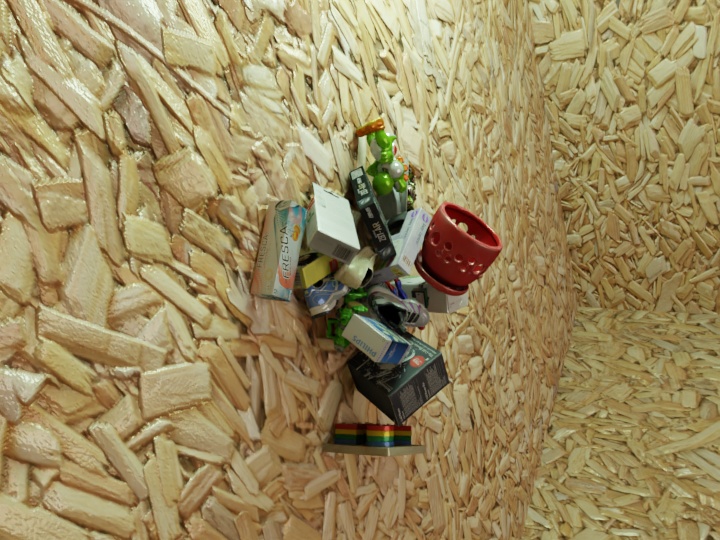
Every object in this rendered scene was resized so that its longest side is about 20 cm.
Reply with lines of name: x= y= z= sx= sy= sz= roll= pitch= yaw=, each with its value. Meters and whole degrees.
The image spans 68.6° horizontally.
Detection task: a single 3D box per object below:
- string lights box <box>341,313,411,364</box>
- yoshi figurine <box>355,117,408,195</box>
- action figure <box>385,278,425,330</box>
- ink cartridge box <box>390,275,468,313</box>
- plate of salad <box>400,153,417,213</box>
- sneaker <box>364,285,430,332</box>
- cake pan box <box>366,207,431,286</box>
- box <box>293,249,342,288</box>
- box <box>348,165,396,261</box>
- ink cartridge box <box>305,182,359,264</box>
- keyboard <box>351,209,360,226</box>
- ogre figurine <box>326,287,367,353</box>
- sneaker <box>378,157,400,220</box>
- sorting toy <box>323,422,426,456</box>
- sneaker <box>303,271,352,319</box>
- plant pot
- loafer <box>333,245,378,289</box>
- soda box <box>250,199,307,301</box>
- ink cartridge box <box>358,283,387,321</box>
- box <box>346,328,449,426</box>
string lights box: x=0.042 y=0.164 z=1.230 sx=0.060 sy=0.102 sz=0.199 roll=-56 pitch=157 yaw=3
yoshi figurine: x=0.050 y=-0.285 z=1.390 sx=0.204 sy=0.109 sz=0.113 roll=62 pitch=27 yaw=-15
action figure: x=0.103 y=0.093 z=1.459 sx=0.201 sy=0.098 sz=0.066 roll=51 pitch=49 yaw=-15
ink cartridge box: x=0.202 y=0.068 z=1.558 sx=0.144 sy=0.195 sz=0.088 roll=-14 pitch=101 yaw=-54
plate of salad: x=0.141 y=-0.232 z=1.526 sx=0.200 sy=0.046 sz=0.208 roll=3 pitch=90 yaw=-87
sneaker: x=0.106 y=0.121 z=1.338 sx=0.195 sy=0.140 sz=0.080 roll=21 pitch=107 yaw=-20
cake pan box: x=0.086 y=-0.062 z=1.395 sx=0.052 sy=0.181 sz=0.204 roll=41 pitch=57 yaw=-27
box: x=-0.095 y=-0.020 z=1.228 sx=0.199 sy=0.073 sz=0.052 roll=-34 pitch=119 yaw=-51
box: x=0.030 y=-0.148 z=1.339 sx=0.203 sy=0.042 sz=0.163 roll=-103 pitch=169 yaw=-53
ink cartridge box: x=-0.069 y=-0.110 z=1.195 sx=0.107 sy=0.051 sz=0.203 roll=24 pitch=31 yaw=-26
keyboard: x=-0.044 y=-0.098 z=1.274 sx=0.011 sy=0.055 sz=0.202 roll=-62 pitch=-175 yaw=37
ogre figurine: x=-0.030 y=0.118 z=1.293 sx=0.095 sy=0.201 sz=0.123 roll=11 pitch=111 yaw=-16
sneaker: x=0.091 y=-0.228 z=1.494 sx=0.070 sy=0.071 sz=0.208 roll=-16 pitch=104 yaw=-51
sorting toy: x=0.039 y=0.423 z=1.337 sx=0.198 sy=0.194 sz=0.072 roll=23 pitch=64 yaw=-53
sneaker: x=-0.070 y=0.032 z=1.262 sx=0.079 sy=0.074 sz=0.200 roll=60 pitch=31 yaw=-13
plant pot: x=0.251 y=-0.048 z=1.399 sx=0.198 sy=0.200 sz=0.186 roll=-14 pitch=139 yaw=-54
loafer: x=0.000 y=0.000 z=1.257 sx=0.068 sy=0.076 sz=0.199 roll=44 pitch=27 yaw=6
soda box: x=-0.171 y=-0.041 z=1.115 sx=0.063 sy=0.067 sz=0.207 roll=25 pitch=71 yaw=-56
ink cartridge box: x=0.053 y=0.137 z=1.471 sx=0.109 sy=0.049 sz=0.205 roll=-49 pitch=129 yaw=-43
box: x=0.095 y=0.263 z=1.361 sx=0.180 sy=0.198 sz=0.107 roll=-34 pitch=122 yaw=-22
